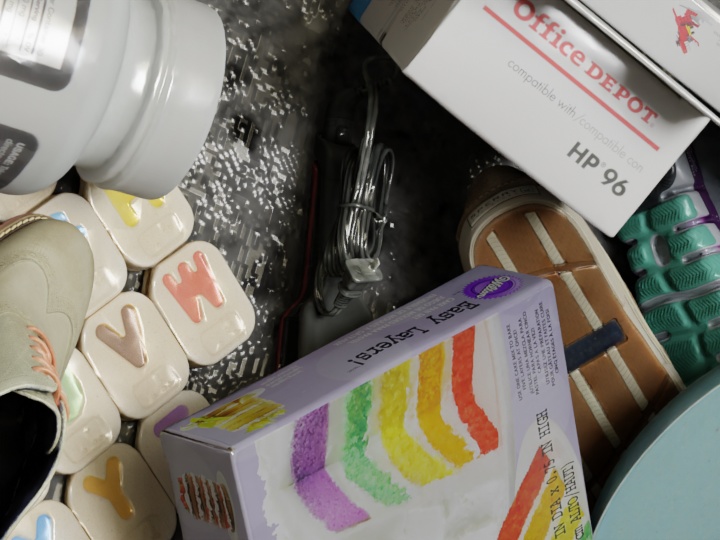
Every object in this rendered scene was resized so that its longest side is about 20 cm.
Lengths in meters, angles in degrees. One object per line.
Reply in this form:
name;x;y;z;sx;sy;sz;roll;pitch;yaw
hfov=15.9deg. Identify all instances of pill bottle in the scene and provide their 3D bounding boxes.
pill bottle;-0.156;-0.092;0.980;0.200;0.111;0.111;17;73;-26

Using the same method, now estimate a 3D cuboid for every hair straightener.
hair straightener;0.000;0.000;1.093;0.041;0.077;0.200;16;74;-21

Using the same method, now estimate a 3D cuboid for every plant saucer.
plant saucer;0.181;0.101;1.165;0.200;0.027;0.200;-17;132;-20

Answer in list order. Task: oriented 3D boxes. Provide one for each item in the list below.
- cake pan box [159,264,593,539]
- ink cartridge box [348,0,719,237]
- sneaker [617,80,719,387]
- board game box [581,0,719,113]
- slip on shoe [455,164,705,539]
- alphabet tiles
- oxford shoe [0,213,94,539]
cake pan box;0.016;0.122;1.057;0.184;0.052;0.200;-24;114;-36
ink cartridge box;0.070;-0.085;1.072;0.116;0.200;0.068;37;97;-15
sneaker;0.173;0.003;1.213;0.087;0.074;0.200;-14;91;-41
board game box;0.153;-0.097;1.139;0.200;0.126;0.035;37;100;-16
slip on shoe;0.096;0.041;1.162;0.076;0.061;0.200;-29;116;3
alphabet tiles;-0.134;0.036;1.039;0.200;0.015;0.196;-38;103;-31
oxford shoe;-0.131;0.050;0.960;0.071;0.074;0.200;55;36;-32
